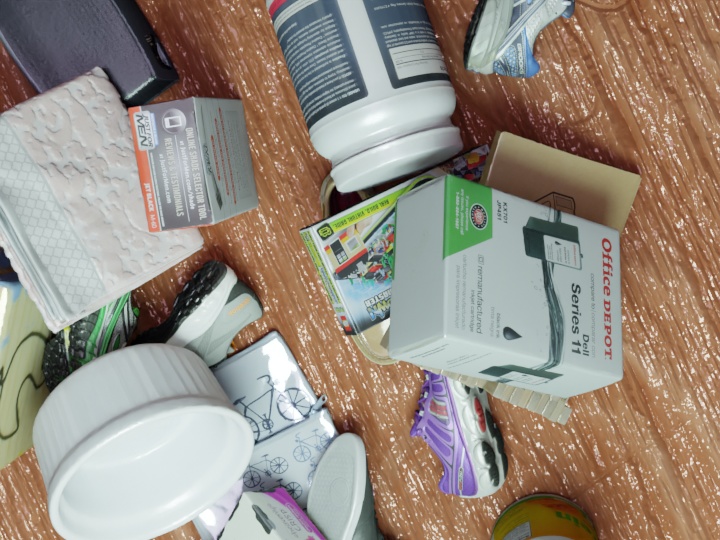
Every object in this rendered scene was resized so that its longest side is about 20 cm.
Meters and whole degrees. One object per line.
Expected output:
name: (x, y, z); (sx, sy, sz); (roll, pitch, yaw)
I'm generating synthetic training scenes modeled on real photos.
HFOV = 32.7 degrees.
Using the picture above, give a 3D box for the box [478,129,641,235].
box: (0.167, -0.016, 1.164); (0.163, 0.021, 0.201); (14, 100, -26)

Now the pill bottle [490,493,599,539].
pill bottle: (0.177, 0.291, 1.147); (0.110, 0.200, 0.112); (1, 97, 5)

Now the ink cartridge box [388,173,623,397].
ink cartridge box: (0.129, 0.018, 1.059); (0.199, 0.083, 0.147); (14, 67, -31)

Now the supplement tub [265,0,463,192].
supplement tub: (0.005, -0.187, 1.122); (0.140, 0.140, 0.201); (-19, 86, 7)

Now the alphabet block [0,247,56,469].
alphabet block: (-0.410, 0.072, 1.180); (0.195, 0.195, 0.201); (15, 99, 5)

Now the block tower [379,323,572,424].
block tower: (0.112, 0.080, 1.126); (0.199, 0.054, 0.058); (25, 95, -28)

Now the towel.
towel: (-0.256, -0.070, 1.126); (0.032, 0.191, 0.201); (-22, 100, 45)

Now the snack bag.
snack bag: (-0.112, 0.183, 1.251); (0.188, 0.021, 0.201); (-28, 94, 8)

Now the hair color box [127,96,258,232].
hair color box: (-0.149, -0.101, 1.129); (0.064, 0.200, 0.112); (-8, 96, 6)

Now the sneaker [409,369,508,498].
sneaker: (0.080, 0.128, 1.202); (0.083, 0.081, 0.201); (-13, 90, 25)

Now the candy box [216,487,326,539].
candy box: (-0.101, 0.333, 1.200); (0.136, 0.061, 0.201); (45, 116, 34)

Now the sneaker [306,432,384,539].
sneaker: (0.004, 0.262, 1.223); (0.071, 0.099, 0.201); (0, 85, 49)

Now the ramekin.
ramekin: (-0.209, 0.161, 1.154); (0.200, 0.200, 0.098); (-39, 56, 8)

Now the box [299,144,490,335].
box: (0.053, -0.030, 1.159); (0.199, 0.035, 0.111); (-27, 96, -19)

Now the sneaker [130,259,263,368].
sneaker: (-0.177, 0.083, 1.221); (0.079, 0.074, 0.200); (37, 108, -28)

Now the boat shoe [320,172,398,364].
boat shoe: (0.000, 0.000, 1.195); (0.074, 0.066, 0.201); (-17, 95, 7)

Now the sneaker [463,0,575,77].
sneaker: (0.164, -0.275, 1.151); (0.085, 0.077, 0.201); (17, 106, -7)

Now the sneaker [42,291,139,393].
sneaker: (-0.253, 0.071, 1.196); (0.078, 0.085, 0.201); (33, 121, 36)

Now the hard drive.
hard drive: (-0.285, -0.235, 1.204); (0.135, 0.042, 0.200); (-34, 93, 9)
